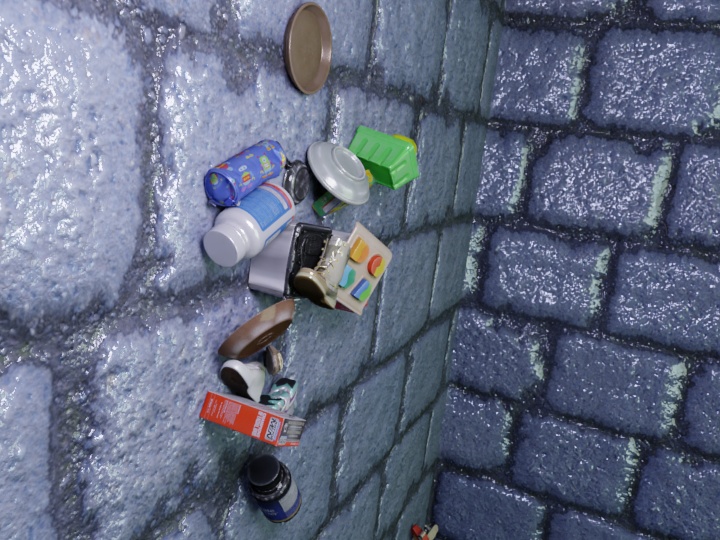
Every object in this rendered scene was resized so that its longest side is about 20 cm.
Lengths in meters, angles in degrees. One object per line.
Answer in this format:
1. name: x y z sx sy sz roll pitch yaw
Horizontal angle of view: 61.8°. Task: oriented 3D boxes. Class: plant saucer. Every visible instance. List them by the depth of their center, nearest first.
1. plant saucer: -0.217 0.137 1.317 0.200 0.037 0.200 -35 169 -8
2. plant saucer: -0.122 -0.511 1.388 0.200 0.029 0.201 11 90 -67
3. plant saucer: -0.042 -0.256 1.512 0.050 0.200 0.200 -39 179 33

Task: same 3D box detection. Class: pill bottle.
1. pill bottle: -0.229 -0.093 1.235 0.200 0.112 0.113 -50 144 -49
2. pill bottle: -0.227 0.564 1.563 0.201 0.111 0.112 77 33 -44

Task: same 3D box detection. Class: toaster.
1. toaster: -0.163 -0.026 1.412 0.200 0.118 0.182 -1 101 -67

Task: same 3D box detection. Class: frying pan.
1. frying pan: -0.156 -0.243 1.447 0.115 0.031 0.191 -55 151 -46

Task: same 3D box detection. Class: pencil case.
1. pencil case: -0.230 -0.198 1.221 0.087 0.078 0.200 60 38 -16

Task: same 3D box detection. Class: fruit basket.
1. fruit basket: 0.090 -0.345 1.742 0.156 0.215 0.216 70 38 -51

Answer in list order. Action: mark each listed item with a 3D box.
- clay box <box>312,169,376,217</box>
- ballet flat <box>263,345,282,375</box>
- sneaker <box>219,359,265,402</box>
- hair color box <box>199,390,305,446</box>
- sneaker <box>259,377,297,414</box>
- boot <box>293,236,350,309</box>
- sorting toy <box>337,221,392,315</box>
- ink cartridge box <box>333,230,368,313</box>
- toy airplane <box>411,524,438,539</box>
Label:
1. clay box: -0.035 -0.213 1.633 0.048 0.115 0.200 54 32 1
2. ballet flat: -0.200 0.208 1.408 0.200 0.046 0.068 149 -60 -75
3. sneaker: -0.265 0.233 1.375 0.200 0.072 0.085 85 23 -59
4. hair color box: -0.234 0.323 1.312 0.111 0.199 0.064 39 66 -64
5. sneaker: -0.220 0.374 1.529 0.200 0.077 0.141 -28 125 -61
6. boot: -0.081 -0.010 1.370 0.200 0.072 0.155 57 49 -66
7. sorting toy: 0.000 0.000 1.560 0.185 0.036 0.201 38 75 -48
8. ink cartridge box: -0.050 -0.001 1.655 0.083 0.145 0.201 -31 129 -60
9. toy airplane: 0.348 1.513 3.344 0.199 0.141 0.200 16 71 -35
